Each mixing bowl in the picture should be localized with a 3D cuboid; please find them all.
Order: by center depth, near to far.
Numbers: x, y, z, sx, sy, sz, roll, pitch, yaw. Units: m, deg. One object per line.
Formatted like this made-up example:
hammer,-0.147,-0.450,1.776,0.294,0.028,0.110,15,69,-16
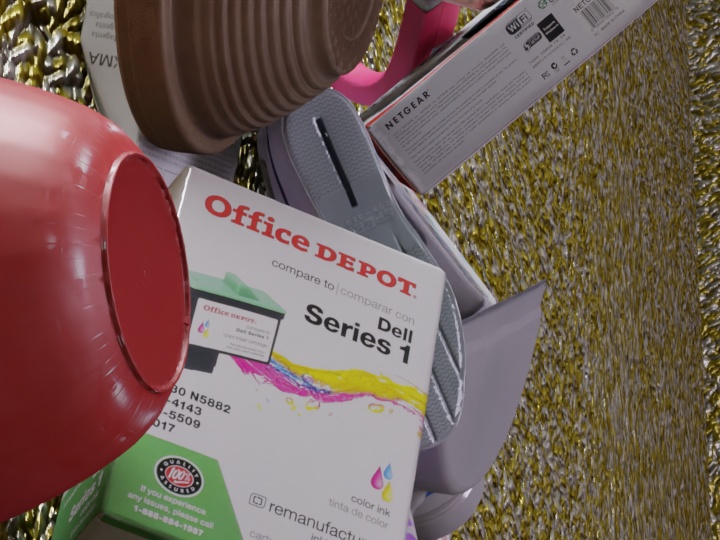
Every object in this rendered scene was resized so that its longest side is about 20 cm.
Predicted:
mixing bowl,-0.133,0.007,0.977,0.200,0.107,0.202,-7,90,-76

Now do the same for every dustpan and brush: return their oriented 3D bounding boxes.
dustpan and brush,0.043,0.105,1.412,0.139,0.057,0.202,-22,125,-60

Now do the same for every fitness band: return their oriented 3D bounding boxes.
fitness band,-0.004,-0.182,1.483,0.037,0.144,0.200,-37,163,-27

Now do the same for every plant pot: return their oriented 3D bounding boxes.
plant pot,-0.043,-0.155,1.215,0.201,0.092,0.203,8,90,-74

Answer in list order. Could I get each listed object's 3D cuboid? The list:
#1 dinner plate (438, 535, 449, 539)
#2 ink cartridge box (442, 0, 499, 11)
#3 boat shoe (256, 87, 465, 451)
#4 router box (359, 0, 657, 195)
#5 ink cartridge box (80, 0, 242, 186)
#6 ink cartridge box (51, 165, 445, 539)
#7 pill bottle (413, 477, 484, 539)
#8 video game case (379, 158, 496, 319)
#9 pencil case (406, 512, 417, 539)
dinner plate,0.032,0.191,1.689,0.200,0.024,0.202,-6,90,-75
ink cartridge box,0.000,-0.241,1.350,0.085,0.198,0.147,-34,141,-74
boat shoe,0.000,0.000,1.305,0.067,0.073,0.202,-22,-95,68
router box,0.088,-0.126,1.378,0.049,0.200,0.180,50,0,-5
ink cartridge box,-0.105,-0.081,1.289,0.162,0.057,0.202,18,86,-74
ink cartridge box,-0.050,0.070,1.138,0.084,0.144,0.201,-50,-157,49
pill bottle,0.013,0.083,1.497,0.201,0.111,0.113,66,22,-51
video game case,0.022,-0.043,1.536,0.182,0.024,0.200,52,3,6
pencil case,-0.024,0.097,1.333,0.085,0.084,0.202,17,52,-53
